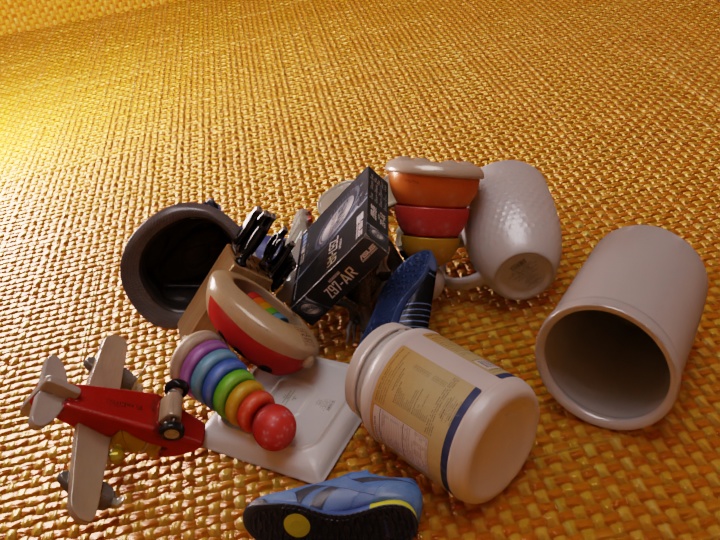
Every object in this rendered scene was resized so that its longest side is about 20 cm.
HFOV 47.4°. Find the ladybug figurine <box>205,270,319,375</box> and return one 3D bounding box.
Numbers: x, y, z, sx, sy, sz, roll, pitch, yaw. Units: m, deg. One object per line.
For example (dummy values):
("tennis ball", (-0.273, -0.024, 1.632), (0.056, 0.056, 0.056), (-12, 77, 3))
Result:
("ladybug figurine", (-0.137, 0.075, 1.094), (0.199, 0.135, 0.073), (37, 99, 32))

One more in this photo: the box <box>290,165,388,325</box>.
("box", (-0.027, -0.038, 1.165), (0.160, 0.043, 0.202), (-43, 23, 26))

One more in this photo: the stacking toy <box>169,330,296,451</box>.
("stacking toy", (-0.150, 0.155, 1.018), (0.198, 0.087, 0.085), (30, 49, 35))

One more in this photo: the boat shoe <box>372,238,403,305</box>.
("boat shoe", (0.043, 0.014, 1.248), (0.067, 0.057, 0.201), (-42, 26, 16))

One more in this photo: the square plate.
("square plate", (-0.088, 0.172, 1.064), (0.194, 0.029, 0.201), (9, 39, 27))

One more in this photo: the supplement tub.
("supplement tub", (0.089, 0.155, 0.939), (0.143, 0.147, 0.198), (-32, 40, -30))

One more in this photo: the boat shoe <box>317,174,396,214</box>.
("boat shoe", (0.020, -0.129, 1.463), (0.195, 0.075, 0.062), (-17, -10, 2))

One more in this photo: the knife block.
("knife block", (-0.186, 0.008, 1.193), (0.195, 0.179, 0.064), (-17, 33, -10))

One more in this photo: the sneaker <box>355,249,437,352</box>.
("sneaker", (0.062, 0.068, 1.099), (0.069, 0.078, 0.202), (-7, 44, 46))

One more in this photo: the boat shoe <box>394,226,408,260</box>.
("boat shoe", (0.099, -0.054, 1.323), (0.071, 0.068, 0.201), (-32, 15, 20))

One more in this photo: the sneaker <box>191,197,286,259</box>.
("sneaker", (-0.223, -0.054, 1.346), (0.194, 0.117, 0.081), (1, 35, 15))

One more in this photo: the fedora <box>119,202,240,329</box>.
("fedora", (-0.268, -0.013, 1.276), (0.199, 0.178, 0.090), (-38, 10, 1))

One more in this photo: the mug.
("mug", (0.201, -0.040, 1.209), (0.196, 0.148, 0.178), (-25, 38, 17))

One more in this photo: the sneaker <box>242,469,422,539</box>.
("sneaker", (-0.029, 0.259, 0.898), (0.194, 0.068, 0.079), (-5, 22, 7))

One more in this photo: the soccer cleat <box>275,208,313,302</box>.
("soccer cleat", (-0.104, -0.028, 1.317), (0.076, 0.070, 0.202), (-17, 39, 10))

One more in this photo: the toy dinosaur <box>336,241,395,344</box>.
("toy dinosaur", (0.000, 0.000, 1.184), (0.101, 0.077, 0.202), (-33, 34, 19))

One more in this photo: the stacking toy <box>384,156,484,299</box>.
("stacking toy", (0.098, -0.058, 1.180), (0.142, 0.206, 0.146), (5, 8, -1))

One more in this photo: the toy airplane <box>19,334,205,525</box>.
("toy airplane", (-0.314, 0.187, 0.997), (0.199, 0.143, 0.199), (43, 43, 16))

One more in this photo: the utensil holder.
("utensil holder", (0.322, 0.061, 0.998), (0.166, 0.174, 0.200), (12, 37, 28))
